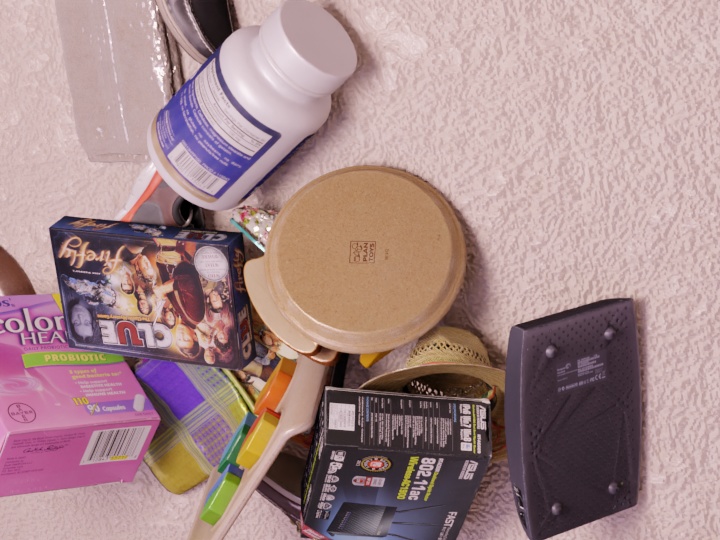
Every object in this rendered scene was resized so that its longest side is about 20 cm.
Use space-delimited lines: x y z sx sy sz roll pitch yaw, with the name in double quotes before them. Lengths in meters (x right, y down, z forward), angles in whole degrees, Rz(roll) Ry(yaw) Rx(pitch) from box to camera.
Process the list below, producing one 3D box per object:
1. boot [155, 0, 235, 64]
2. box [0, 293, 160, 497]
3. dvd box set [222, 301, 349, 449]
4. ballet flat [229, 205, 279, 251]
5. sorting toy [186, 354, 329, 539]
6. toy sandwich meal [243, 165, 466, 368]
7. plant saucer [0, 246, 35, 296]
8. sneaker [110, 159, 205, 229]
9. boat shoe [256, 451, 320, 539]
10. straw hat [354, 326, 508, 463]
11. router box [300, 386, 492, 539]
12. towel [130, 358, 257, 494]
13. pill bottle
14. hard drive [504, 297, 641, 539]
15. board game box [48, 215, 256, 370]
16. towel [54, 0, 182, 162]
"boot" -0.124 -0.302 1.652 0.151 0.073 0.200 -15 92 36
"box" -0.335 0.124 1.832 0.200 0.176 0.097 53 130 36
"dvd box set" -0.105 0.080 1.791 0.200 0.029 0.146 25 119 24
"ballet flat" -0.037 -0.006 1.705 0.200 0.076 0.064 43 94 9
"sorting toy" -0.101 0.165 1.674 0.036 0.185 0.200 34 114 -9
"toy sandwich meal" 0.000 0.000 1.633 0.205 0.205 0.070 38 166 17
"plant saucer" -0.443 0.056 2.007 0.200 0.034 0.200 12 113 31
"sneaker" -0.200 -0.047 1.777 0.082 0.077 0.200 35 142 -3
"boat shoe" -0.036 0.245 1.779 0.200 0.072 0.060 26 116 17
"straw hat" 0.081 0.100 1.631 0.201 0.201 0.085 -27 48 37
"router box" 0.029 0.184 1.625 0.150 0.062 0.200 4 147 -6
"towel" -0.187 0.151 1.849 0.144 0.023 0.200 54 136 -2
"pill bottle" -0.098 -0.157 1.651 0.200 0.120 0.120 -40 82 35
"hard drive" 0.185 0.128 1.558 0.042 0.135 0.200 23 123 54
"board game box" -0.204 0.021 1.745 0.200 0.035 0.136 5 116 23
"towel" -0.237 -0.205 1.781 0.132 0.034 0.200 3 108 31
